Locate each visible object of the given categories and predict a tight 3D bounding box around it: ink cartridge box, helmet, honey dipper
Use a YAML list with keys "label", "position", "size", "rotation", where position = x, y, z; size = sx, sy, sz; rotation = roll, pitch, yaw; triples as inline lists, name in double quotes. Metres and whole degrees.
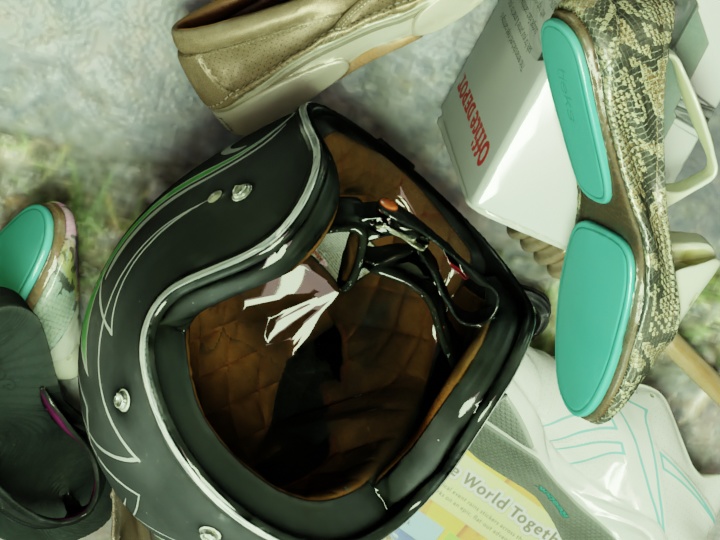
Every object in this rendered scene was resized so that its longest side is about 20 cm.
- label: "ink cartridge box"
  position: [0.122, -0.120, 1.348]
  size: [0.084, 0.146, 0.200]
  rotation: [24, 108, -13]
- label: "helmet"
  position: [-0.036, 0.039, 1.332]
  size: [0.200, 0.200, 0.191]
  rotation: [39, 102, -16]
- label: "honey dipper"
  position: [0.151, 0.033, 1.469]
  size: [0.038, 0.038, 0.200]
  rotation: [-41, 112, 12]

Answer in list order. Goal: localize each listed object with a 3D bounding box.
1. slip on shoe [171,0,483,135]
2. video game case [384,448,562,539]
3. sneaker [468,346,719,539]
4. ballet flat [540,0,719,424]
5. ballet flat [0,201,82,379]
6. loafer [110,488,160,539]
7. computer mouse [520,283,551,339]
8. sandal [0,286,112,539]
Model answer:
- label: "slip on shoe"
  position: [0.002, -0.141, 1.373]
  size: [0.200, 0.076, 0.061]
  rotation: [-30, 116, 16]
- label: "video game case"
  position: [0.014, 0.157, 1.512]
  size: [0.200, 0.023, 0.182]
  rotation: [36, 105, -14]
- label: "sneaker"
  position: [0.106, 0.078, 1.464]
  size: [0.200, 0.070, 0.080]
  rotation: [48, 66, -20]
- label: "ballet flat"
  position: [0.123, -0.029, 1.276]
  size: [0.075, 0.068, 0.200]
  rotation: [-13, 113, -21]
- label: "ballet flat"
  position: [-0.183, 0.051, 1.443]
  size: [0.071, 0.069, 0.200]
  rotation: [27, 112, -32]
- label: "loafer"
  position: [-0.101, 0.134, 1.421]
  size: [0.071, 0.200, 0.073]
  rotation: [-20, 157, 31]
- label: "computer mouse"
  position: [0.000, 0.000, 1.451]
  size: [0.200, 0.034, 0.059]
  rotation: [16, 109, -16]
- label: "sandal"
  position: [-0.162, 0.087, 1.412]
  size: [0.075, 0.048, 0.201]
  rotation: [-32, 144, -8]
